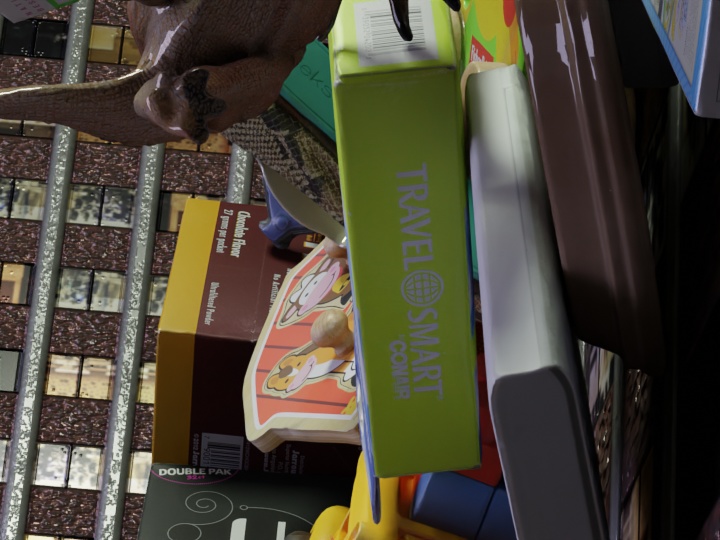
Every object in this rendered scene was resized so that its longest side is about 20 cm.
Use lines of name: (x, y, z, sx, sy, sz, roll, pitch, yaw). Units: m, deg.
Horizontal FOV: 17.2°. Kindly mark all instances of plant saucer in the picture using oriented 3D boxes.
plant saucer: (0.069, -0.063, 0.770, 0.200, 0.029, 0.202, -10, -90, -84)

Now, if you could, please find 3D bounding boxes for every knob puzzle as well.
knob puzzle: (0.000, 0.000, 1.147, 0.219, 0.030, 0.220, -42, 20, 19)

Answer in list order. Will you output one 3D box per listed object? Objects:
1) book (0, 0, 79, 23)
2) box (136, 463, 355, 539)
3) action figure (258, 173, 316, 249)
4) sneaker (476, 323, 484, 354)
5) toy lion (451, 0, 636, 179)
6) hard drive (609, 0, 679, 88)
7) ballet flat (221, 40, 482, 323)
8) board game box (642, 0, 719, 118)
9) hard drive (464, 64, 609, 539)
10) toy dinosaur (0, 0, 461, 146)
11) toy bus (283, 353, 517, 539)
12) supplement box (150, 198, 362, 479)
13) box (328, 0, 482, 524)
book: (-0.015, -0.153, 0.639, 0.048, 0.199, 0.135, 39, -139, -52)
box: (-0.018, 0.195, 1.214, 0.149, 0.198, 0.125, -87, 1, -61)
action figure: (0.029, -0.100, 1.293, 0.104, 0.199, 0.195, 11, -125, -64)
sneaker: (0.060, -0.006, 1.186, 0.073, 0.076, 0.202, 94, -175, -79)
toy lion: (0.072, -0.141, 0.950, 0.200, 0.068, 0.193, -117, 31, -73)
hard drive: (0.084, -0.163, 0.728, 0.200, 0.026, 0.133, 70, -158, -63)
ballet flat: (0.012, -0.030, 1.038, 0.068, 0.200, 0.075, -44, -11, -43)
board game box: (0.102, -0.150, 0.577, 0.135, 0.034, 0.202, -88, 2, -71)
hard drive: (0.060, 0.035, 0.782, 0.200, 0.026, 0.133, -91, -11, -60)
toy dinosaur: (-0.031, -0.089, 0.744, 0.200, 0.086, 0.136, -43, -5, -5)
toy bus: (0.035, 0.120, 0.999, 0.200, 0.135, 0.193, -79, 8, -72)
supplement box: (-0.011, 0.085, 1.325, 0.133, 0.198, 0.199, -85, 0, -57)
box: (0.016, -0.020, 0.886, 0.122, 0.047, 0.201, -95, 0, -53)
